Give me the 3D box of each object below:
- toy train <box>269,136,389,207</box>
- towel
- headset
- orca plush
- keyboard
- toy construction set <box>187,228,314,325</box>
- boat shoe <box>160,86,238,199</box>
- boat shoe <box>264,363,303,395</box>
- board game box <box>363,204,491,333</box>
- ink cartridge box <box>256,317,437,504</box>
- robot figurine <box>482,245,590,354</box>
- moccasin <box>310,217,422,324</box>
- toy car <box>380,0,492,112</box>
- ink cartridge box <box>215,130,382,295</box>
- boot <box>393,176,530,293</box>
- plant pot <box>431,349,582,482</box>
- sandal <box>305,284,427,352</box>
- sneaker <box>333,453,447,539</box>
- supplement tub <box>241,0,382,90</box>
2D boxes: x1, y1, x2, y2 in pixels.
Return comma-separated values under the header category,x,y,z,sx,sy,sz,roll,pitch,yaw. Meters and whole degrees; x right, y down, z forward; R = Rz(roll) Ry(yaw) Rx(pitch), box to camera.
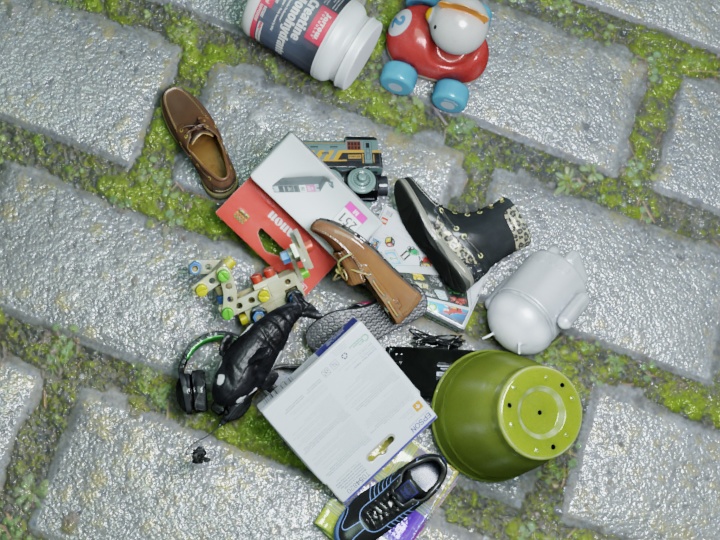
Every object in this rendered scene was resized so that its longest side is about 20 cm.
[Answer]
category,x,y,z,sx,sy,sz,roll,pitch,yaw
toy train,-0.053,-0.156,1.778,0.197,0.085,0.115,-1,62,-5
towel,0.040,0.341,1.680,0.143,0.023,0.201,39,74,4
headset,-0.218,0.185,1.654,0.122,0.094,0.202,14,72,-2
orca plush,-0.131,0.120,1.617,0.199,0.071,0.106,-34,107,-20
keyboard,0.129,0.147,1.737,0.197,0.040,0.106,5,87,-16
toy construction set,-0.153,0.011,1.694,0.198,0.092,0.132,-20,107,10
boat shoe,-0.253,-0.211,1.772,0.071,0.068,0.201,-28,80,-13
boat shoe,-0.053,0.174,1.691,0.197,0.066,0.071,12,74,-3
board game box,0.098,-0.003,1.773,0.198,0.035,0.127,27,72,1
ink cartridge box,-0.018,0.207,1.651,0.199,0.041,0.201,-41,108,-7
robot figurine,0.271,0.050,1.730,0.200,0.169,0.114,-46,123,-27
moccasin,0.000,0.000,1.676,0.201,0.074,0.078,43,86,-16
toy car,0.135,-0.390,1.798,0.175,0.200,0.186,19,73,-1
ink cartridge box,-0.095,-0.081,1.708,0.200,0.044,0.174,43,95,-12
boot,0.159,-0.082,1.755,0.153,0.074,0.205,-30,78,-21
plant pot,0.226,0.208,1.632,0.198,0.193,0.203,2,81,-15
sandal,0.010,0.079,1.731,0.198,0.045,0.076,-22,99,-9
sneaker,0.044,0.333,1.630,0.199,0.078,0.070,-38,82,-15
supplement tub,-0.079,-0.397,1.806,0.199,0.140,0.141,32,73,3
